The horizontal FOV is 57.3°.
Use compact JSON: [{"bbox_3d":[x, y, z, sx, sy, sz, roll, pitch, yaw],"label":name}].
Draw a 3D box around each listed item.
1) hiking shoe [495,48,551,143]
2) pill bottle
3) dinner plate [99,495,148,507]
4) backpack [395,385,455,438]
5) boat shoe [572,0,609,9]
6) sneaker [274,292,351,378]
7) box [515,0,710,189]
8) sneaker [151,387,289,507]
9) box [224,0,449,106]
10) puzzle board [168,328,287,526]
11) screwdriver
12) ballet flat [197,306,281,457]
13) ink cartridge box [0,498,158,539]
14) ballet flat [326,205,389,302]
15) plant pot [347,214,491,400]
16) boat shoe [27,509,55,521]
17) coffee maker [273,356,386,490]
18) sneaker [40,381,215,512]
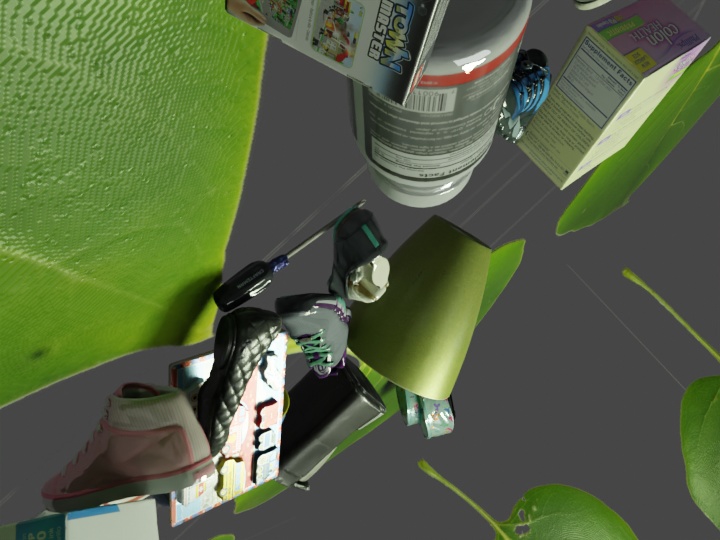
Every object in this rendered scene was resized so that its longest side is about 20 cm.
[{"bbox_3d":[0.143,-0.185,0.650,0.088,0.074,0.199,-55,170,17],"label":"hiking shoe"},{"bbox_3d":[0.046,-0.131,0.460,0.115,0.116,0.201,-38,163,-11],"label":"pill bottle"},{"bbox_3d":[-0.243,0.228,0.835,0.198,0.024,0.201,-38,163,-14],"label":"dinner plate"},{"bbox_3d":[0.174,0.341,1.752,0.147,0.205,0.178,-17,160,-8],"label":"backpack"},{"bbox_3d":[0.260,-0.328,0.589,0.067,0.073,0.200,27,123,-33],"label":"boat shoe"},{"bbox_3d":[-0.046,0.080,0.776,0.072,0.090,0.200,-5,169,13],"label":"sneaker"},{"bbox_3d":[0.330,-0.237,0.881,0.174,0.097,0.201,-31,161,-31],"label":"box"},{"bbox_3d":[-0.171,0.224,0.828,0.198,0.074,0.083,-35,164,-22],"label":"sneaker"},{"bbox_3d":[0.001,-0.173,0.264,0.035,0.108,0.201,-59,174,-34],"label":"box"},{"bbox_3d":[-0.146,0.178,0.746,0.148,0.017,0.206,-15,119,-43],"label":"puzzle board"},{"bbox_3d":[-0.059,-0.019,0.643,0.198,0.029,0.028,-34,144,-28],"label":"screwdriver"},{"bbox_3d":[-0.124,0.118,0.642,0.055,0.067,0.203,2,132,-27],"label":"ballet flat"},{"bbox_3d":[-0.286,0.289,0.551,0.194,0.149,0.147,-14,164,8],"label":"ink cartridge box"},{"bbox_3d":[0.000,0.000,0.732,0.072,0.073,0.201,-36,166,-15],"label":"ballet flat"},{"bbox_3d":[0.092,0.036,0.904,0.203,0.185,0.186,-61,159,11],"label":"plant pot"},{"bbox_3d":[-0.324,0.317,0.732,0.073,0.087,0.203,-22,159,-34],"label":"boat shoe"},{"bbox_3d":[-0.073,0.238,1.052,0.200,0.135,0.192,-44,162,4],"label":"coffee maker"},{"bbox_3d":[-0.236,0.166,0.643,0.195,0.108,0.075,-16,-179,21],"label":"sneaker"}]
